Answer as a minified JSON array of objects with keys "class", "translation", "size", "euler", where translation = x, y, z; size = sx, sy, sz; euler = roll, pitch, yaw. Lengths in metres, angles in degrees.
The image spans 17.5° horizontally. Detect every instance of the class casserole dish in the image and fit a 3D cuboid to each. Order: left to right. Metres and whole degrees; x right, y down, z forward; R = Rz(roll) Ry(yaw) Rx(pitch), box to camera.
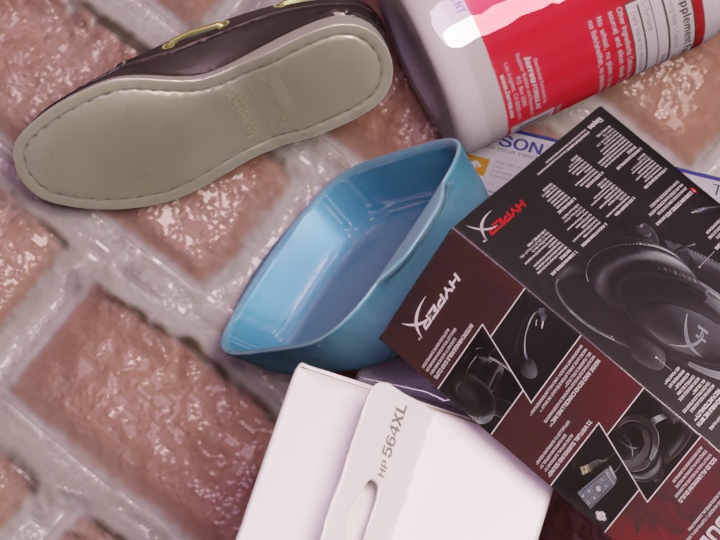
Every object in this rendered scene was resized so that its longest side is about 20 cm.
[{"class":"casserole dish","translation":[0.000,0.000,1.118],"size":[0.039,0.200,0.121],"euler":[38,72,-15]}]

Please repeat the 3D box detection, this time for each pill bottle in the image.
[{"class":"pill bottle","translation":[0.115,-0.149,1.185],"size":[0.199,0.112,0.113],"euler":[-26,75,-6]}]

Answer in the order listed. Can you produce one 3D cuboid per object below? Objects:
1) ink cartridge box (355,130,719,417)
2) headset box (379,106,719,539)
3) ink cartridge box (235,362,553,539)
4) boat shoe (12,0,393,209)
[{"class":"ink cartridge box","translation":[0.117,0.022,1.148],"size":[0.195,0.043,0.201],"euler":[14,44,10]},{"class":"headset box","translation":[0.132,0.040,1.010],"size":[0.200,0.077,0.149],"euler":[41,39,8]},{"class":"ink cartridge box","translation":[0.011,0.136,1.059],"size":[0.124,0.200,0.129],"euler":[17,75,5]},{"class":"boat shoe","translation":[-0.080,-0.087,1.202],"size":[0.200,0.061,0.072],"euler":[-17,118,6]}]
